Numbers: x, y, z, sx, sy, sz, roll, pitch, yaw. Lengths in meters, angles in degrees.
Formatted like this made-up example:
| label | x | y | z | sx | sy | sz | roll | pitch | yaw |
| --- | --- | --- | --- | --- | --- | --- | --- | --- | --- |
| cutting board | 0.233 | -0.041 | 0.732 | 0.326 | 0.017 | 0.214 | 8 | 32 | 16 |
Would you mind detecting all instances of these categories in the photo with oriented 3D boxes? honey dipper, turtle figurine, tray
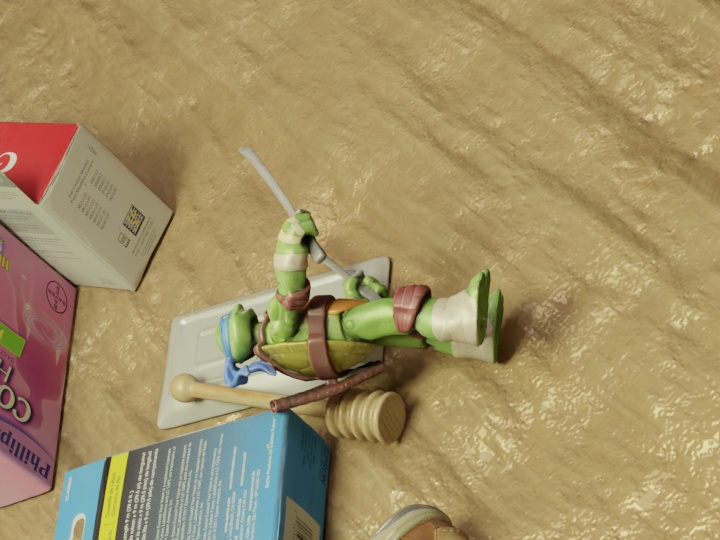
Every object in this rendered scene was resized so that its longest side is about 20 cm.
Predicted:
| label | x | y | z | sx | sy | sz | roll | pitch | yaw |
| --- | --- | --- | --- | --- | --- | --- | --- | --- | --- |
| honey dipper | -0.058 | 0.096 | 1.456 | 0.200 | 0.038 | 0.038 | 5 | 61 | 36 |
| turtle figurine | 0.000 | 0.000 | 1.394 | 0.194 | 0.144 | 0.200 | 4 | 44 | 14 |
| tray | -0.071 | 0.051 | 1.519 | 0.200 | 0.022 | 0.108 | -16 | 51 | 27 |

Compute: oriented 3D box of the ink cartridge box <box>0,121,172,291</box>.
| label | x | y | z | sx | sy | sz | roll | pitch | yaw |
| --- | --- | --- | --- | --- | --- | --- | --- | --- | --- |
| ink cartridge box | -0.289 | -0.067 | 1.660 | 0.200 | 0.176 | 0.084 | 5 | 61 | 38 |

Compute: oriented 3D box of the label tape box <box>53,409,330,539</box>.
| label | x | y | z | sx | sy | sz | roll | pitch | yaw |
| --- | --- | --- | --- | --- | --- | --- | --- | --- | --- |
| label tape box | -0.124 | 0.192 | 1.418 | 0.200 | 0.066 | 0.143 | -19 | 48 | 27 |

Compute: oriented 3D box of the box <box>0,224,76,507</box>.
| label | x | y | z | sx | sy | sz | roll | pitch | yaw |
| --- | --- | --- | --- | --- | --- | --- | --- | --- | --- |
| box | -0.323 | 0.061 | 1.584 | 0.097 | 0.176 | 0.200 | -18 | 48 | 25 |

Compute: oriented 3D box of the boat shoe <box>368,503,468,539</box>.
| label | x | y | z | sx | sy | sz | roll | pitch | yaw |
| --- | --- | --- | --- | --- | --- | --- | --- | --- | --- |
| boat shoe | 0.003 | 0.241 | 1.280 | 0.072 | 0.076 | 0.200 | 31 | 81 | 44 |
